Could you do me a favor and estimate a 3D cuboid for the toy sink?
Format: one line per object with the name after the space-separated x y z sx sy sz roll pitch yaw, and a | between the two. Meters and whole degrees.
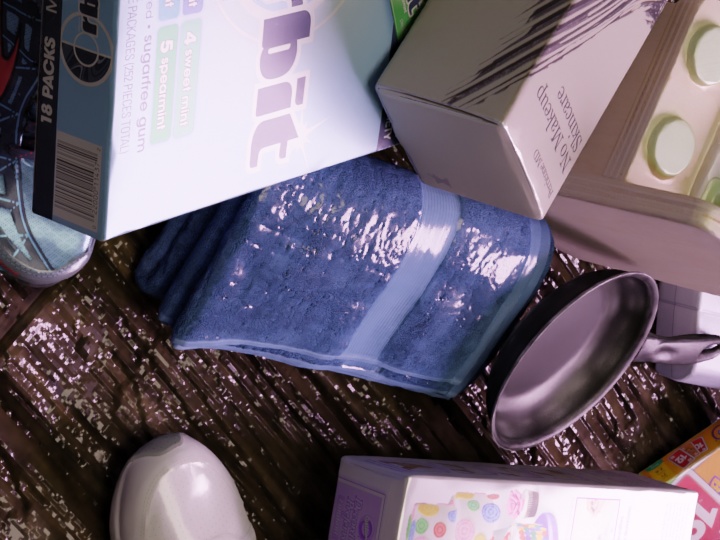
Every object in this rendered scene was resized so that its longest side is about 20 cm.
0.152 -0.063 1.130 0.130 0.200 0.112 29 82 -39 | toy sink

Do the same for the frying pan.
0.133 0.029 1.193 0.190 0.031 0.115 -26 145 -35 | frying pan

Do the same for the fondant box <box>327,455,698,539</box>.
0.072 0.172 1.169 0.200 0.058 0.145 7 94 -38 | fondant box

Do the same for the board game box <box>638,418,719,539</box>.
0.242 0.166 1.354 0.095 0.030 0.200 -33 124 -5 | board game box

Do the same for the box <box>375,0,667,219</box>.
0.090 -0.129 1.030 0.200 0.068 0.082 -60 149 -19 | box

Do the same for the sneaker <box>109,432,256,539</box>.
-0.059 0.168 1.093 0.070 0.080 0.201 -28 115 -29 | sneaker

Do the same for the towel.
0.000 0.000 1.097 0.200 0.049 0.112 15 117 -40 | towel

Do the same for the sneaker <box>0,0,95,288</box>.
-0.130 -0.087 0.962 0.079 0.095 0.200 -10 106 -37 | sneaker

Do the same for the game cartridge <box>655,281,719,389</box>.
0.233 -0.028 1.313 0.133 0.041 0.200 12 93 -36 | game cartridge

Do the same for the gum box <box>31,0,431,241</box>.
-0.044 -0.118 0.940 0.200 0.045 0.170 -21 124 -49 | gum box
